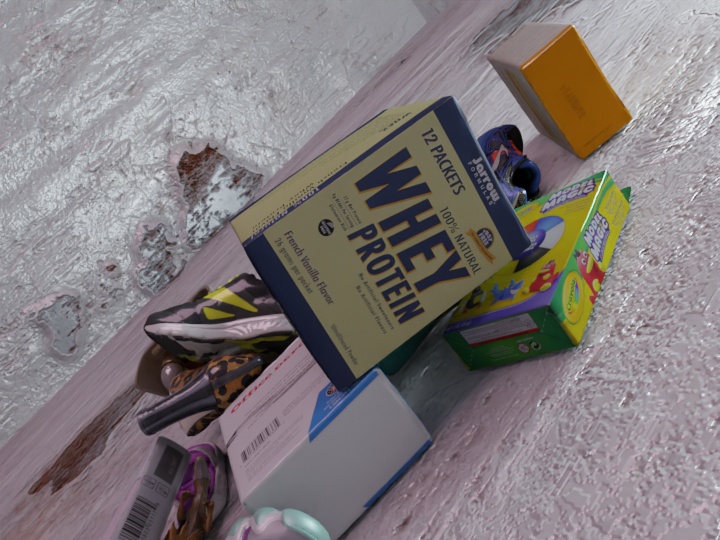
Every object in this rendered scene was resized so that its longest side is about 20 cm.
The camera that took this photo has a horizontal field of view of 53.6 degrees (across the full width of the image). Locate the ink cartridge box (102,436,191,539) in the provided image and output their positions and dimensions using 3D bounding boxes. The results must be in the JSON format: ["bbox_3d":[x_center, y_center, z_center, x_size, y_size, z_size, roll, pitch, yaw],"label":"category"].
[{"bbox_3d":[-0.249,0.290,0.709,0.201,0.057,0.163,-51,13,17],"label":"ink cartridge box"}]

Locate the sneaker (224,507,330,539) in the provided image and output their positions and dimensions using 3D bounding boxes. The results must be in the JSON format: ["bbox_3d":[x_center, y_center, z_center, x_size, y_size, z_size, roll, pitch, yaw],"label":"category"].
[{"bbox_3d":[-0.098,0.262,0.489,0.200,0.077,0.141,-45,14,28],"label":"sneaker"}]

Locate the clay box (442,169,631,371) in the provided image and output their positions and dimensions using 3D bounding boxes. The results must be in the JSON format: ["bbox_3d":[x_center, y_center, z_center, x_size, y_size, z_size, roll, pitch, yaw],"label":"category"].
[{"bbox_3d":[0.158,-0.010,0.615,0.114,0.048,0.202,-24,25,47],"label":"clay box"}]

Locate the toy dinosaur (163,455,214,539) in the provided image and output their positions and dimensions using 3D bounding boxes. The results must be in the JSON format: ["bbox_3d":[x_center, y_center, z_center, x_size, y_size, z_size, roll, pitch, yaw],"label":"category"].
[{"bbox_3d":[-0.176,0.282,0.680,0.106,0.060,0.203,-37,25,60],"label":"toy dinosaur"}]

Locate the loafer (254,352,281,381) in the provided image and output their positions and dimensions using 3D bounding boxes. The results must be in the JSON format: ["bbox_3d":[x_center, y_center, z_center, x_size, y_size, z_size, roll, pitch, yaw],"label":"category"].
[{"bbox_3d":[-0.103,0.119,0.824,0.198,0.072,0.073,-20,48,53],"label":"loafer"}]

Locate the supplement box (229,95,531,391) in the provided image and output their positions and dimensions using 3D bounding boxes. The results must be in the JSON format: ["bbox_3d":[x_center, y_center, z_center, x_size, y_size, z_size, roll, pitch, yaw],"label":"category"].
[{"bbox_3d":[0.004,-0.035,0.625,0.198,0.136,0.200,-36,15,-6],"label":"supplement box"}]

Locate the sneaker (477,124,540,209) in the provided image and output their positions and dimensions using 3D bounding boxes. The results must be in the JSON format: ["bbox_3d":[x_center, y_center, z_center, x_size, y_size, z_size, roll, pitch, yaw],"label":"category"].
[{"bbox_3d":[0.171,-0.105,0.813,0.077,0.076,0.203,-20,34,32],"label":"sneaker"}]

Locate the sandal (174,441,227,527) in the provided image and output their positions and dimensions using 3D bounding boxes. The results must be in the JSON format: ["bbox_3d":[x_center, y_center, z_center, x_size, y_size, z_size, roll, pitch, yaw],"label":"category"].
[{"bbox_3d":[-0.195,0.234,0.819,0.083,0.050,0.202,-46,18,-14],"label":"sandal"}]

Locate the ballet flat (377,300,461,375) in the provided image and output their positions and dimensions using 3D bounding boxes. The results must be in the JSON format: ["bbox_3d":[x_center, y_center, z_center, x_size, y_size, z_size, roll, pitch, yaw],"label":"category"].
[{"bbox_3d":[0.068,0.016,0.712,0.199,0.070,0.069,-43,16,-5],"label":"ballet flat"}]

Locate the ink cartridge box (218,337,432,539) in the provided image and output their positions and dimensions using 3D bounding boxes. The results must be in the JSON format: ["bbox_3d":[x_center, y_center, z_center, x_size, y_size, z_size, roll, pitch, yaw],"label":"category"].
[{"bbox_3d":[-0.041,0.139,0.636,0.144,0.085,0.200,-42,16,-7],"label":"ink cartridge box"}]

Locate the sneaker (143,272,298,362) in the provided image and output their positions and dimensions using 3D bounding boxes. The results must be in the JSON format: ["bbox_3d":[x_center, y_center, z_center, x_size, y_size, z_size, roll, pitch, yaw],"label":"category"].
[{"bbox_3d":[-0.145,0.049,0.795,0.194,0.075,0.087,-3,61,10],"label":"sneaker"}]

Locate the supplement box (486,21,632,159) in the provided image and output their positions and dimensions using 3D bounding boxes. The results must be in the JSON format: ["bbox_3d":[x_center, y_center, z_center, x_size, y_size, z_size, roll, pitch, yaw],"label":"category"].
[{"bbox_3d":[0.230,-0.221,0.849,0.073,0.127,0.201,-37,17,11],"label":"supplement box"}]

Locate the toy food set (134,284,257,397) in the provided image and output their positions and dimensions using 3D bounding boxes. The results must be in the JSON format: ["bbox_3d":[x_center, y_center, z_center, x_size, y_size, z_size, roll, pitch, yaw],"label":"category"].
[{"bbox_3d":[-0.181,0.110,0.912,0.199,0.141,0.062,-42,41,31],"label":"toy food set"}]

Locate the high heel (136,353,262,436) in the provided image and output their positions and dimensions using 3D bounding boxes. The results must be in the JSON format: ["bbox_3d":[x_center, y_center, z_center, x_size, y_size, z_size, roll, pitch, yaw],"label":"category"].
[{"bbox_3d":[-0.154,0.130,0.813,0.140,0.073,0.200,-27,-3,5],"label":"high heel"}]
